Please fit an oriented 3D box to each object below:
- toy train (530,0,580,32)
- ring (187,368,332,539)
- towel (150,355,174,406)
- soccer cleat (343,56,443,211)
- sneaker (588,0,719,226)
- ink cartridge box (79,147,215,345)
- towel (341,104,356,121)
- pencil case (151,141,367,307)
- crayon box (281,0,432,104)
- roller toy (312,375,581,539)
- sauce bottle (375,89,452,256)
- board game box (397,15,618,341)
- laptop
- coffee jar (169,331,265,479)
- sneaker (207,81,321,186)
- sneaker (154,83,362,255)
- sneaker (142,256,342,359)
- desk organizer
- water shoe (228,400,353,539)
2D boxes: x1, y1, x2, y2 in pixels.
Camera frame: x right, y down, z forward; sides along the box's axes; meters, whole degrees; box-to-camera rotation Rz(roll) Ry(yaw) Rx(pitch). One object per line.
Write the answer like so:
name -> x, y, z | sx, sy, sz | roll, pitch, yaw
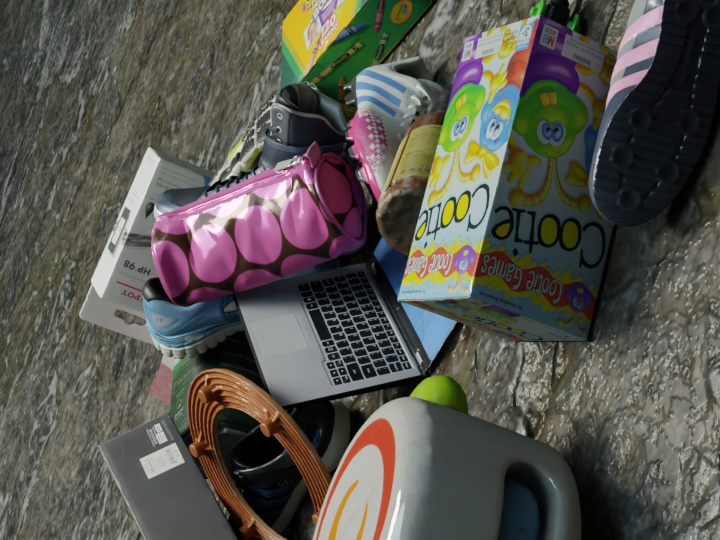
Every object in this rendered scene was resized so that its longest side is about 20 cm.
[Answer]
toy train -> 0.122, -0.116, 1.225 | 0.056, 0.041, 0.201 | 136, 154, -76
ring -> -0.081, 0.171, 1.299 | 0.200, 0.019, 0.201 | 36, 143, 34
towel -> -0.168, 0.053, 1.721 | 0.144, 0.023, 0.201 | 17, 86, 67
soccer cleat -> 0.034, -0.124, 1.357 | 0.086, 0.070, 0.201 | -21, 35, 10
sneaker -> 0.199, -0.124, 1.066 | 0.082, 0.070, 0.201 | -175, 106, -82
ink cartridge box -> -0.207, -0.014, 1.689 | 0.201, 0.115, 0.067 | -66, 23, 6
towel -> -0.070, -0.082, 1.542 | 0.200, 0.086, 0.018 | -55, 45, 29
pencil case -> -0.091, -0.037, 1.355 | 0.199, 0.094, 0.091 | -22, 35, 28
crayon box -> -0.006, -0.253, 1.566 | 0.200, 0.058, 0.119 | -45, 35, 43
roller toy -> 0.055, 0.188, 1.029 | 0.183, 0.139, 0.201 | -116, 48, -71
sauce bottle -> 0.059, -0.084, 1.252 | 0.066, 0.066, 0.200 | -52, 8, 33
board game box -> 0.116, -0.061, 1.126 | 0.103, 0.104, 0.202 | -4, 69, 62
laptop -> 0.000, 0.000, 1.312 | 0.188, 0.198, 0.117 | -117, 18, -58
coffee jar -> -0.136, 0.093, 1.547 | 0.104, 0.085, 0.201 | -46, 35, 45
sneaker -> -0.082, -0.107, 1.585 | 0.200, 0.085, 0.077 | -47, 23, 36
sneaker -> -0.094, -0.097, 1.433 | 0.077, 0.201, 0.147 | -57, -32, -60
sneaker -> -0.110, 0.008, 1.471 | 0.199, 0.090, 0.079 | -25, 42, -3
desk organizer -> -0.157, 0.227, 1.404 | 0.200, 0.071, 0.077 | 53, 163, 44
water shoe -> -0.084, 0.172, 1.392 | 0.200, 0.078, 0.072 | -52, 30, 34
